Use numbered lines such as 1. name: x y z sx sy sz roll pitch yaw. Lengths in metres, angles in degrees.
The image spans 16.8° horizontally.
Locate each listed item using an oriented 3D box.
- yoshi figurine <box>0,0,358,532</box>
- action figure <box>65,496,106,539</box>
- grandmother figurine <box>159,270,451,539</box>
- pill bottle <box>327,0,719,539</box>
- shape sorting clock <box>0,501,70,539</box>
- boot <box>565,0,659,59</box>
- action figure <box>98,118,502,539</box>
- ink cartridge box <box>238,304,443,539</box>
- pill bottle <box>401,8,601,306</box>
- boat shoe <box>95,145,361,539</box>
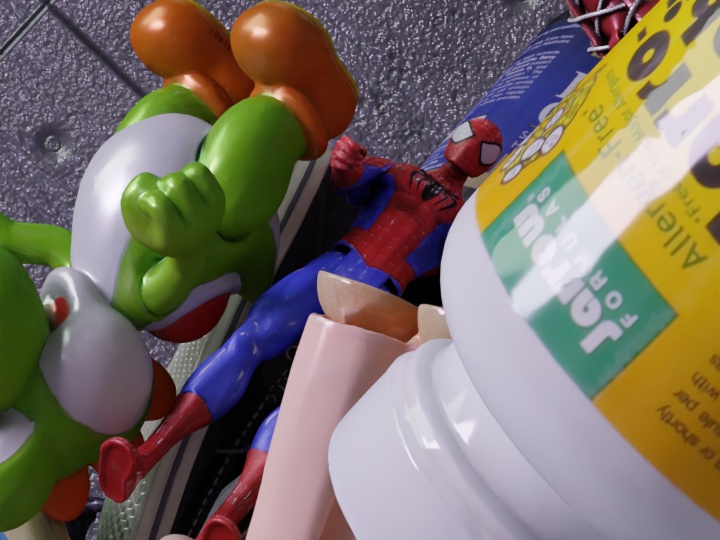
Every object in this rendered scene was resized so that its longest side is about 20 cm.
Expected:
1. yoshi figurine: -0.094 -0.012 0.819 0.201 0.111 0.113 -58 -9 -21
2. action figure: -0.125 0.195 1.000 0.101 0.202 0.119 -3 -3 29
3. grandmother figurine: -0.020 0.103 0.679 0.121 0.060 0.201 14 82 50
4. pill bottle: 0.088 -0.003 0.513 0.200 0.113 0.113 -46 2 20
5. shape sorting clock: -0.137 0.143 0.896 0.039 0.201 0.200 -5 -21 -28
6. boot: 0.103 -0.065 0.899 0.072 0.144 0.200 -43 6 37
7. action figure: 0.000 0.000 0.815 0.200 0.065 0.099 -49 -6 -36
8. ink cartridge box: 0.000 0.100 0.824 0.165 0.075 0.200 -48 2 15
9. pill bottle: 0.097 -0.042 1.021 0.200 0.112 0.112 -49 3 -35
10. boat shoe: -0.040 0.045 0.901 0.201 0.062 0.075 -64 13 -25
